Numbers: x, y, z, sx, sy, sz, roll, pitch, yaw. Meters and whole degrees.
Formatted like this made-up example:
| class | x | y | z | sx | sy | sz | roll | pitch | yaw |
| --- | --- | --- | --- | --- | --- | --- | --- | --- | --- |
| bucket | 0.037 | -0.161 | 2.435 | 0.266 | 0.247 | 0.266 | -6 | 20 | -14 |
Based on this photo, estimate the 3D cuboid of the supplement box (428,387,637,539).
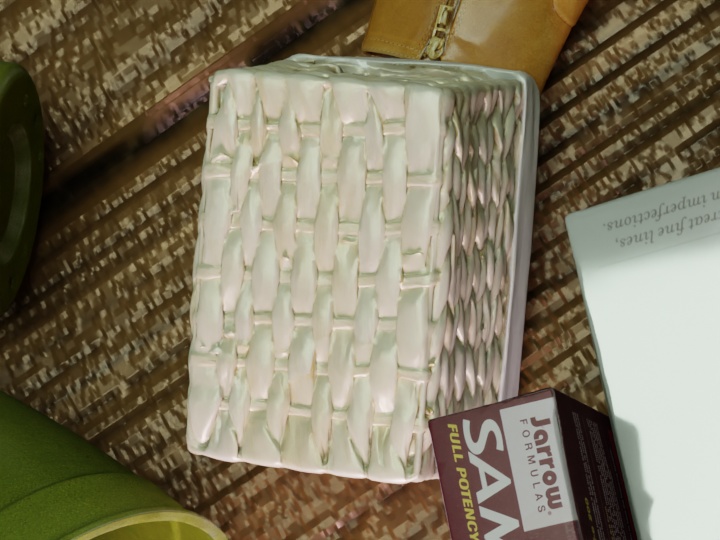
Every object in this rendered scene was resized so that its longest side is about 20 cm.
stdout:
| class | x | y | z | sx | sy | sz | roll | pitch | yaw |
| --- | --- | --- | --- | --- | --- | --- | --- | --- | --- |
| supplement box | 0.094 | 0.122 | 1.145 | 0.061 | 0.200 | 0.109 | -15 | 75 | 15 |

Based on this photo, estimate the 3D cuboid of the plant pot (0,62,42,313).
| class | x | y | z | sx | sy | sz | roll | pitch | yaw |
| --- | --- | --- | --- | --- | --- | --- | --- | --- | --- |
| plant pot | -0.268 | -0.049 | 1.307 | 0.192 | 0.200 | 0.201 | 7 | 82 | 8 |

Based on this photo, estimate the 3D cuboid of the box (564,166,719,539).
| class | x | y | z | sx | sy | sz | roll | pitch | yaw |
| --- | --- | --- | --- | --- | --- | --- | --- | --- | --- |
| box | 0.217 | 0.052 | 1.155 | 0.198 | 0.131 | 0.201 | -16 | 75 | 14 |

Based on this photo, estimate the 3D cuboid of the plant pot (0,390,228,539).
| class | x | y | z | sx | sy | sz | roll | pitch | yaw |
| --- | --- | --- | --- | --- | --- | --- | --- | --- | --- |
| plant pot | -0.196 | 0.139 | 1.256 | 0.193 | 0.200 | 0.201 | 41 | 94 | 32 |

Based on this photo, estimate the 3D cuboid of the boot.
| class | x | y | z | sx | sy | sz | roll | pitch | yaw |
| --- | --- | --- | --- | --- | --- | --- | --- | --- | --- |
| boot | 0.104 | -0.147 | 1.270 | 0.200 | 0.071 | 0.145 | 12 | 90 | 23 |

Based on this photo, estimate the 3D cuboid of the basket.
| class | x | y | z | sx | sy | sz | roll | pitch | yaw |
| --- | --- | --- | --- | --- | --- | --- | --- | --- | --- |
| basket | 0.000 | 0.000 | 1.220 | 0.135 | 0.123 | 0.201 | 6 | 96 | 19 |
